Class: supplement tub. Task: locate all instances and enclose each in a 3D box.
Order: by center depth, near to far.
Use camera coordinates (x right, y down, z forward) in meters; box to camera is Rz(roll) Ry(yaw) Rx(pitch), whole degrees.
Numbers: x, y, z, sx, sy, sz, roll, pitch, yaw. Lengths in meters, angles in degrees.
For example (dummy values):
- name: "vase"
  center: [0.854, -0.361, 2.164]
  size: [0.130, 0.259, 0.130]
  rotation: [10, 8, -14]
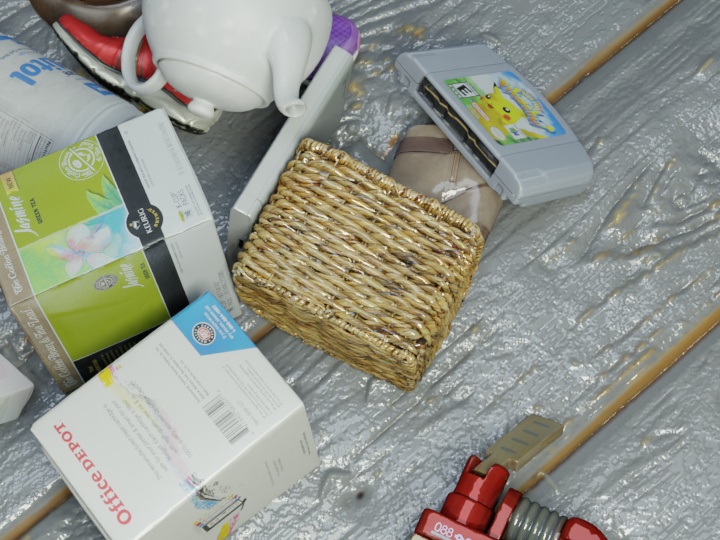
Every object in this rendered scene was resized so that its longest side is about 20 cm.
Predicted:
- name: "supplement tub"
  center: [-0.318, -0.141, 1.563]
  size: [0.198, 0.132, 0.133]
  rotation: [28, 69, 17]

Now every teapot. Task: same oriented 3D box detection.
- name: "teapot"
  center: [-0.131, -0.215, 1.490]
  size: [0.195, 0.200, 0.148]
  rotation: [21, 84, -3]

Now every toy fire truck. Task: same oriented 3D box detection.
- name: "toy fire truck"
  center: [0.149, 0.220, 1.367]
  size: [0.174, 0.129, 0.202]
  rotation: [22, 77, 14]

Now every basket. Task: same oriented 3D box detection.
- name: "basket"
  center: [0.000, 0.000, 1.457]
  size: [0.198, 0.143, 0.150]
  rotation: [26, 74, 9]

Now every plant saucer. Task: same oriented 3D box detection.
- name: "plant saucer"
  center: [-0.272, -0.341, 1.714]
  size: [0.197, 0.032, 0.203]
  rotation: [-2, 63, 4]

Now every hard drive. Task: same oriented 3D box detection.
- name: "hard drive"
  center: [-0.069, -0.104, 1.517]
  size: [0.026, 0.132, 0.201]
  rotation: [27, 65, 5]

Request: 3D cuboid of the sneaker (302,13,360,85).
- name: "sneaker"
  center: [-0.099, -0.249, 1.622]
  size: [0.197, 0.089, 0.081]
  rotation: [5, 63, 6]

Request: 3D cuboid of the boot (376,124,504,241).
- name: "boot"
  center: [0.046, -0.076, 1.544]
  size: [0.197, 0.071, 0.148]
  rotation: [3, 58, 5]

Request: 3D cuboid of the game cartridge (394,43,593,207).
- name: "game cartridge"
  center: [0.136, -0.148, 1.546]
  size: [0.132, 0.041, 0.201]
  rotation: [-11, 54, -46]

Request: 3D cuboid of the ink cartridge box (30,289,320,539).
- name: "ink cartridge box"
  center: [-0.160, 0.155, 1.396]
  size: [0.199, 0.145, 0.147]
  rotation: [-36, 66, -13]

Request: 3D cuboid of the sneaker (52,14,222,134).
- name: "sneaker"
  center: [-0.222, -0.215, 1.618]
  size: [0.198, 0.077, 0.086]
  rotation: [30, 85, 7]

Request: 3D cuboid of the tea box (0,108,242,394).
- name: "tea box"
  center: [-0.231, -0.014, 1.454]
  size: [0.195, 0.201, 0.135]
  rotation: [-24, 64, -8]

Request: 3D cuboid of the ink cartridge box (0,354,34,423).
- name: "ink cartridge box"
  center: [-0.421, 0.093, 1.434]
  size: [0.162, 0.199, 0.057]
  rotation: [39, 111, 20]
